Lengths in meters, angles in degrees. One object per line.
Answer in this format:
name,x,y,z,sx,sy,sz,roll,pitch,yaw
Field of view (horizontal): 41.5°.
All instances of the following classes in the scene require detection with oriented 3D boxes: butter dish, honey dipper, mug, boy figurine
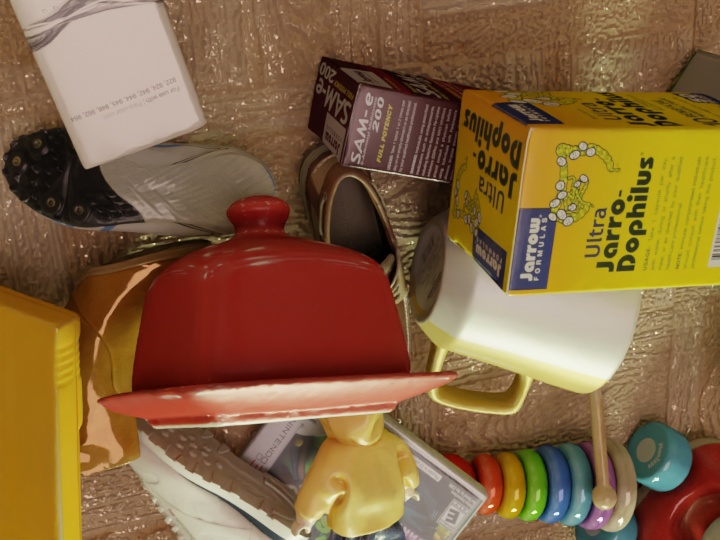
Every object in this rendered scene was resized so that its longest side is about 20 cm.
butter dish,-0.064,0.025,0.635,0.196,0.198,0.152,0,81,-30
honey dipper,0.207,0.110,0.844,0.037,0.038,0.205,-4,91,-15
mug,0.119,0.030,0.761,0.150,0.149,0.191,9,92,-15
boy figurine,-0.006,0.177,0.771,0.122,0.064,0.205,-14,100,-32

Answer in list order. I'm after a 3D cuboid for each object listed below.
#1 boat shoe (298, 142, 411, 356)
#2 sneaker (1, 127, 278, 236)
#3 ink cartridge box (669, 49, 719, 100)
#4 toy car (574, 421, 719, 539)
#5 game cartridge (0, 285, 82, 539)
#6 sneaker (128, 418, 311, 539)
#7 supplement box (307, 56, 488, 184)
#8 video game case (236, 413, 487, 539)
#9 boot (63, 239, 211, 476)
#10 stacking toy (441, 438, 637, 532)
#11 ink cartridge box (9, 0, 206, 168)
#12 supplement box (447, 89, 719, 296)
boat shoe,0.000,0.000,0.755,0.074,0.072,0.203,-23,116,-7
sneaker,-0.158,-0.060,0.691,0.195,0.072,0.074,6,86,-5
ink cartridge box,0.336,-0.071,0.825,0.197,0.084,0.148,26,102,-24
toy car,0.341,0.277,0.898,0.182,0.200,0.179,29,101,-24
game cartridge,-0.270,0.104,0.678,0.173,0.032,0.205,16,111,24
sneaker,-0.136,0.183,0.773,0.199,0.077,0.081,40,106,-8
supplement box,0.069,-0.106,0.716,0.196,0.109,0.062,6,110,-20
video game case,-0.019,0.207,0.826,0.199,0.023,0.183,36,98,-8
boot,-0.184,0.069,0.709,0.197,0.071,0.147,-19,96,3
stacking toy,0.151,0.197,0.880,0.195,0.086,0.087,4,110,-13
ink cartridge box,-0.173,-0.184,0.589,0.082,0.146,0.204,-21,115,-7
supplement box,0.172,-0.057,0.645,0.195,0.109,0.112,-3,112,-17
